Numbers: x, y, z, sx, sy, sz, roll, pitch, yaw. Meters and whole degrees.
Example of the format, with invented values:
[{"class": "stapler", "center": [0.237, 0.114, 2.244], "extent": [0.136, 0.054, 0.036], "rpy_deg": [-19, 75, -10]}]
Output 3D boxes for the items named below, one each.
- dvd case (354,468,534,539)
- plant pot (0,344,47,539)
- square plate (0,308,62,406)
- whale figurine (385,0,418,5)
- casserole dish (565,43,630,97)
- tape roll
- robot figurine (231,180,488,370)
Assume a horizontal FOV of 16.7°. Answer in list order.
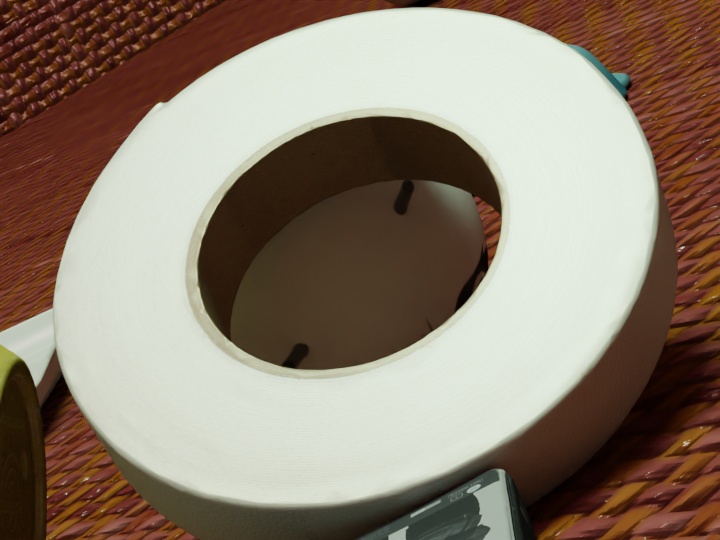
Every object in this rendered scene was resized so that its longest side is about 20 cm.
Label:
[{"class": "dvd case", "center": [-0.021, 0.121, 0.624], "extent": [0.150, 0.025, 0.200], "rpy_deg": [-27, 12, 7]}, {"class": "plant pot", "center": [-0.188, 0.081, 0.854], "extent": [0.142, 0.200, 0.200], "rpy_deg": [-1, 14, 4]}, {"class": "square plate", "center": [-0.233, 0.085, 1.284], "extent": [0.198, 0.028, 0.200], "rpy_deg": [-26, 12, 10]}, {"class": "whale figurine", "center": [0.074, -0.300, 2.062], "extent": [0.159, 0.104, 0.200], "rpy_deg": [-20, 14, 38]}, {"class": "casserole dish", "center": [0.045, -0.066, 1.264], "extent": [0.200, 0.039, 0.121], "rpy_deg": [-30, 12, -11]}, {"class": "tape roll", "center": [0.000, 0.000, 0.787], "extent": [0.202, 0.037, 0.203], "rpy_deg": [-10, 52, 13]}, {"class": "robot figurine", "center": [-0.021, -0.005, 0.942], "extent": [0.125, 0.151, 0.200], "rpy_deg": [-11, 7, -11]}]
